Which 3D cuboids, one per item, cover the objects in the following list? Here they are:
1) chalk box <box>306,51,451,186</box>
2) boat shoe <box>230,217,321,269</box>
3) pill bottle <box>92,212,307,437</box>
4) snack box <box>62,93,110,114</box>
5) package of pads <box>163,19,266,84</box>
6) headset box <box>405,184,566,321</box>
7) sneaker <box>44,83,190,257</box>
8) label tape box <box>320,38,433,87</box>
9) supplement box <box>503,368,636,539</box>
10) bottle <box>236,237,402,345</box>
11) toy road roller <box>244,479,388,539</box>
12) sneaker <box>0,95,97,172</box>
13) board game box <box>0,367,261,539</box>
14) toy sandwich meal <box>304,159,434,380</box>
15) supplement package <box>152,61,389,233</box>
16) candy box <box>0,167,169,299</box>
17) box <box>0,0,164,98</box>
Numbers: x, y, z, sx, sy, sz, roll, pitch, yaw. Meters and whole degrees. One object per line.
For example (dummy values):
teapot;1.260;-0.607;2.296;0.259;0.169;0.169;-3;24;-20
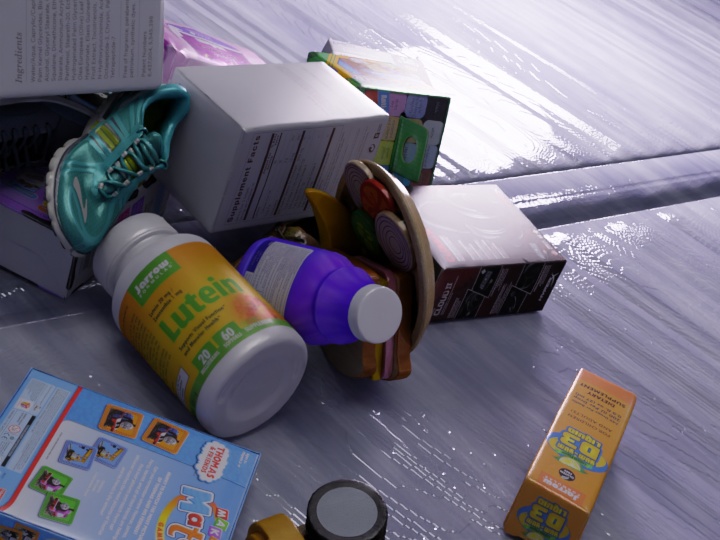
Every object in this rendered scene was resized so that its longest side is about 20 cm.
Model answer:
chalk box;0.017;-0.164;1.359;0.122;0.126;0.200;3;21;-27
boat shoe;-0.078;-0.018;1.181;0.071;0.069;0.200;31;34;14
pill bottle;-0.146;0.040;1.016;0.110;0.112;0.200;-15;47;-43
snack box;-0.277;-0.181;1.200;0.115;0.037;0.200;9;24;-39
package of pads;-0.166;-0.204;1.239;0.120;0.076;0.199;41;18;34
headset box;0.102;-0.022;1.286;0.198;0.078;0.149;-2;39;-35
sneaker;-0.214;-0.100;1.036;0.079;0.078;0.202;-4;48;30
label tape box;0.017;-0.262;1.597;0.141;0.067;0.201;9;36;-19
supplement box;0.194;0.173;1.065;0.066;0.069;0.200;26;35;11
bottle;-0.040;0.022;1.030;0.065;0.085;0.199;26;-7;-35
toy road roller;-0.028;0.253;0.774;0.144;0.124;0.201;-15;45;-23
sneaker;-0.312;-0.092;1.012;0.200;0.078;0.147;1;39;-27
board game box;-0.187;0.163;0.882;0.198;0.037;0.152;20;33;-1
toy sandwich meal;0.000;0.000;1.087;0.069;0.207;0.206;-13;44;-24
supplement package;-0.090;-0.127;1.163;0.199;0.118;0.117;-12;44;-45
candy box;-0.299;-0.079;1.138;0.166;0.072;0.200;26;33;7
box;-0.293;-0.269;1.042;0.170;0.203;0.198;-10;22;-39
